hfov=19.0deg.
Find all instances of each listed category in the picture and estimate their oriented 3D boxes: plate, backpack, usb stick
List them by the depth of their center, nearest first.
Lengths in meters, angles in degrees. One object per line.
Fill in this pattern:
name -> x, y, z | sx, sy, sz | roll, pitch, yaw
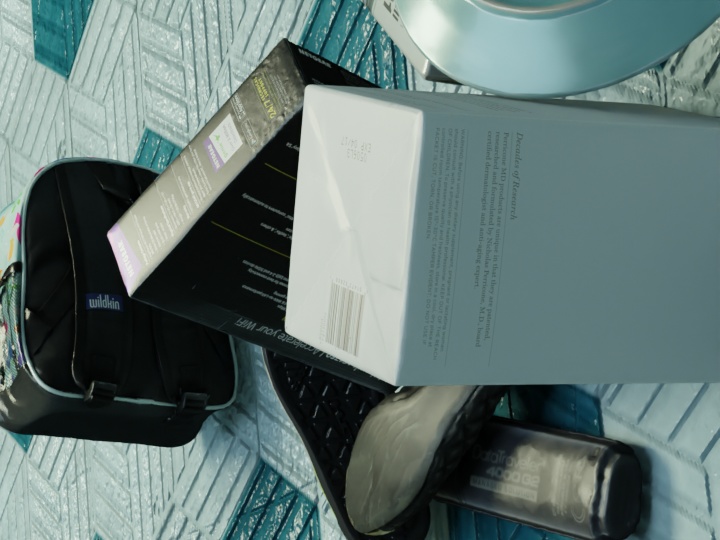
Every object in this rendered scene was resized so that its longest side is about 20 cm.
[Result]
plate -> 0.100, -0.173, 1.011 | 0.198, 0.026, 0.202 | -12, 60, 21
usb stick -> 0.088, 0.109, 1.163 | 0.200, 0.032, 0.056 | 5, 86, 63
backpack -> -0.187, 0.025, 1.552 | 0.150, 0.176, 0.202 | -36, 54, 52

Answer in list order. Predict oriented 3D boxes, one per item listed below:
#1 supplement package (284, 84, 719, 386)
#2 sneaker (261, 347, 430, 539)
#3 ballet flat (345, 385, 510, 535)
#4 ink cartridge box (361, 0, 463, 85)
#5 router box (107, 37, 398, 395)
supplement package -> 0.082, -0.016, 0.990 | 0.121, 0.198, 0.121 | 21, 108, 62
sneaker -> -0.012, 0.079, 1.281 | 0.083, 0.071, 0.202 | -114, 8, -86
ballet flat -> 0.050, 0.079, 1.180 | 0.201, 0.056, 0.067 | -55, 49, 34
ink cartridge box -> 0.049, -0.212, 1.186 | 0.200, 0.082, 0.148 | 55, 137, 47
router box -> -0.010, -0.022, 1.128 | 0.149, 0.199, 0.051 | -45, 46, 22
